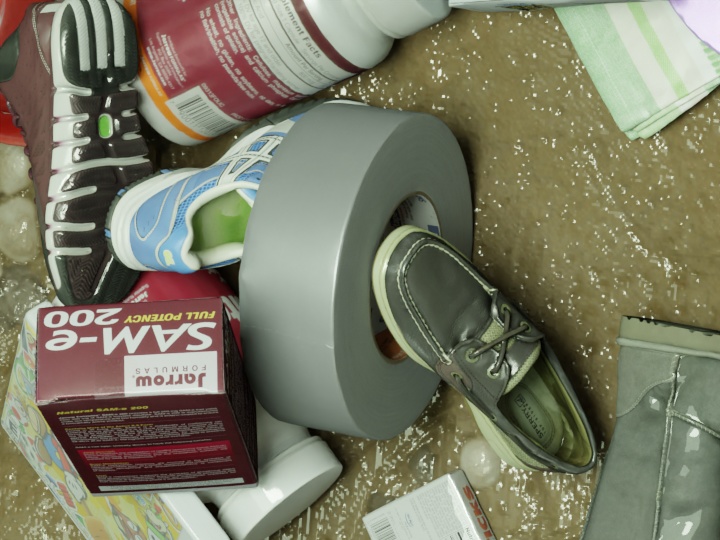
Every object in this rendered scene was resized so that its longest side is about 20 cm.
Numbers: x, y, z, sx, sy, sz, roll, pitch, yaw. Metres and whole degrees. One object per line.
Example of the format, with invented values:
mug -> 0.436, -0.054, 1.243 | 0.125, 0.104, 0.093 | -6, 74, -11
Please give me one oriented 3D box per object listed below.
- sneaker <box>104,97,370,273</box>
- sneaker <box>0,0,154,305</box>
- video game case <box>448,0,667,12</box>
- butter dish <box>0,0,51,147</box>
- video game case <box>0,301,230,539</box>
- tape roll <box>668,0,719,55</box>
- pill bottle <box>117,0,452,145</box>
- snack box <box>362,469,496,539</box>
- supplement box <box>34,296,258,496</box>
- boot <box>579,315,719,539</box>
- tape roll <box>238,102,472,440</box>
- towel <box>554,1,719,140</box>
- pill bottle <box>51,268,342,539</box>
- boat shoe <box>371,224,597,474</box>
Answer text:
sneaker -> -0.059, -0.045, 1.601 | 0.077, 0.200, 0.076 | 23, 136, 53
sneaker -> -0.188, -0.078, 1.625 | 0.115, 0.075, 0.201 | 13, 104, 53
video game case -> 0.122, -0.256, 1.512 | 0.181, 0.045, 0.201 | 7, 94, 62
butter dish -> -0.277, -0.200, 1.691 | 0.199, 0.148, 0.200 | 14, 86, 23
video game case -> -0.165, 0.137, 1.681 | 0.200, 0.023, 0.182 | 52, 154, 14
tape roll -> 0.267, -0.206, 1.468 | 0.199, 0.066, 0.201 | 0, 90, 23
pill bottle -> -0.050, -0.166, 1.619 | 0.199, 0.114, 0.115 | -22, 84, 24
snack box -> 0.075, 0.233, 1.636 | 0.072, 0.024, 0.201 | -29, 81, 23
supplement box -> -0.122, 0.077, 1.498 | 0.108, 0.200, 0.061 | -3, 71, 2
boot -> 0.213, 0.138, 1.540 | 0.181, 0.072, 0.201 | 10, 91, 38
tape roll -> 0.000, 0.000, 1.559 | 0.066, 0.200, 0.201 | 9, 97, 25
towel -> 0.211, -0.189, 1.547 | 0.200, 0.023, 0.153 | -31, 80, 25
pill bottle -> -0.104, 0.076, 1.662 | 0.113, 0.113, 0.200 | -44, 76, 21
boat shoe -> 0.082, 0.050, 1.534 | 0.066, 0.201, 0.072 | 11, 55, 50
